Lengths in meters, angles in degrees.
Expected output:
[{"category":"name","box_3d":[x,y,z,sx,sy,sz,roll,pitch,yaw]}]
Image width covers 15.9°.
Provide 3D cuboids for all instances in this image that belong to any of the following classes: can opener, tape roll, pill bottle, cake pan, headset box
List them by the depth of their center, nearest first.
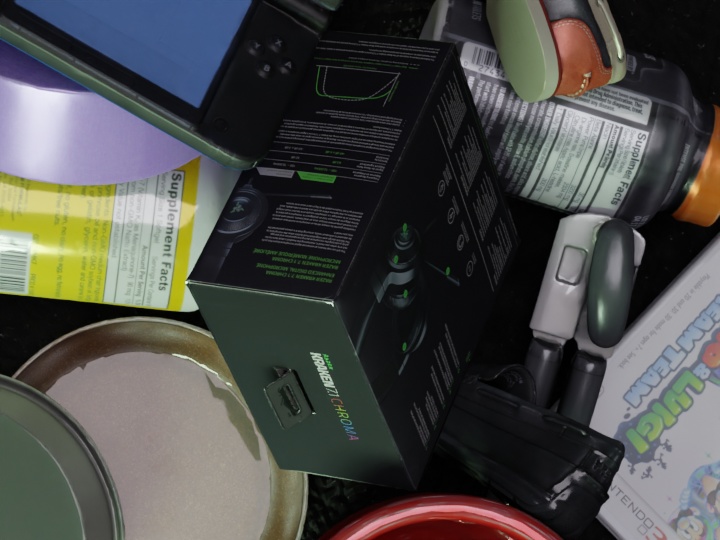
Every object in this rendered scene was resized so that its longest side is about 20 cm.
[{"category":"headset box","box_3d":[0.000,0.000,1.427,0.092,0.175,0.201,7,55,25]},{"category":"tape roll","box_3d":[-0.163,-0.137,1.454,0.199,0.201,0.066,5,131,-6]},{"category":"cake pan","box_3d":[-0.236,0.158,1.484,0.199,0.037,0.202,0,91,10]},{"category":"pill bottle","box_3d":[-0.137,-0.036,1.493,0.198,0.114,0.115,6,87,-7]},{"category":"can opener","box_3d":[0.118,0.063,1.509,0.053,0.067,0.201,16,100,2]},{"category":"pill bottle","box_3d":[0.126,-0.087,1.531,0.199,0.106,0.107,17,85,-6]}]

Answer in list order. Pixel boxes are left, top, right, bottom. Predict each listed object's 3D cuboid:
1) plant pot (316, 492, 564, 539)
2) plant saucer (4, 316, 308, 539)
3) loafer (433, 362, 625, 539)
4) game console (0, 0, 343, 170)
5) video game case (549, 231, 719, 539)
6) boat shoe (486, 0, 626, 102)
[{"category":"plant pot","box_3d":[0.037,0.224,1.466,0.199,0.182,0.202,0,88,-6]},{"category":"plant saucer","box_3d":[-0.131,0.128,1.528,0.199,0.032,0.202,0,87,-6]},{"category":"loafer","box_3d":[0.073,0.084,1.492,0.071,0.200,0.068,-50,137,-8]},{"category":"game console","box_3d":[-0.095,-0.183,1.348,0.199,0.118,0.171,29,52,-8]},{"category":"video game case","box_3d":[0.230,0.097,1.574,0.182,0.024,0.200,45,84,-3]},{"category":"boat shoe","box_3d":[0.097,-0.195,1.460,0.062,0.071,0.201,-14,84,-24]}]
